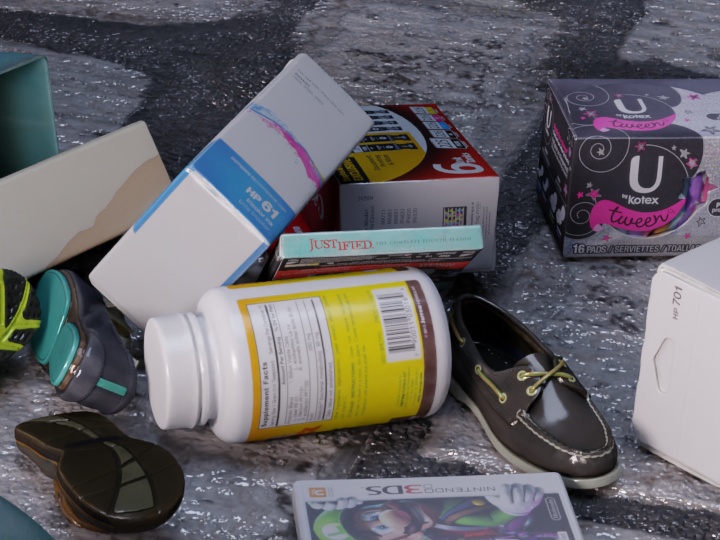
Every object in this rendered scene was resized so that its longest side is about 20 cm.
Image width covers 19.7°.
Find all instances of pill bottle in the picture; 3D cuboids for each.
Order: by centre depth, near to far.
[{"bbox_3d":[-0.045,0.060,1.439,0.200,0.109,0.109,-6,29,-17],"label":"pill bottle"}]

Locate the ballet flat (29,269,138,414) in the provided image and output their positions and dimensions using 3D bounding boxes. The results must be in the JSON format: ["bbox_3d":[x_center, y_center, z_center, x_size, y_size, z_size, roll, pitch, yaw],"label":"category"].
[{"bbox_3d":[-0.196,0.055,1.492,0.073,0.073,0.200,-5,17,-14],"label":"ballet flat"}]

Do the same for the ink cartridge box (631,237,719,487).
[{"bbox_3d":[0.293,0.044,1.455,0.200,0.147,0.086,-23,38,-38],"label":"ink cartridge box"}]

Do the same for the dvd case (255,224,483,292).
[{"bbox_3d":[0.000,0.000,1.527,0.146,0.022,0.200,-3,-12,-9],"label":"dvd case"}]

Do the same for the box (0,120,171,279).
[{"bbox_3d":[-0.249,-0.043,1.622,0.095,0.078,0.200,-17,9,46],"label":"box"}]

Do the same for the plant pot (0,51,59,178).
[{"bbox_3d":[-0.369,-0.106,1.709,0.200,0.142,0.141,14,29,36],"label":"plant pot"}]

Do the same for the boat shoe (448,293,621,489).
[{"bbox_3d":[0.116,0.083,1.458,0.072,0.061,0.201,-13,31,-26],"label":"boat shoe"}]

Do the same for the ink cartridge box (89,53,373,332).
[{"bbox_3d":[-0.092,-0.054,1.532,0.085,0.145,0.200,42,38,-5],"label":"ink cartridge box"}]

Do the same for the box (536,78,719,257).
[{"bbox_3d":[0.259,-0.089,1.741,0.200,0.115,0.132,-1,27,-6],"label":"box"}]

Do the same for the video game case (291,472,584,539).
[{"bbox_3d":[0.055,0.189,1.292,0.181,0.023,0.200,-2,28,-7],"label":"video game case"}]

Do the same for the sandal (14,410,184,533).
[{"bbox_3d":[-0.173,0.140,1.347,0.082,0.055,0.200,-7,14,-30],"label":"sandal"}]

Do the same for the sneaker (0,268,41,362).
[{"bbox_3d":[-0.310,0.072,1.460,0.076,0.075,0.200,-19,13,45],"label":"sneaker"}]

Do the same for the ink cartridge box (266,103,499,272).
[{"bbox_3d":[0.002,-0.067,1.690,0.175,0.084,0.200,-4,22,-13],"label":"ink cartridge box"}]

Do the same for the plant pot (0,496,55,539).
[{"bbox_3d":[-0.207,0.210,1.083,0.134,0.200,0.200,21,20,-24],"label":"plant pot"}]
